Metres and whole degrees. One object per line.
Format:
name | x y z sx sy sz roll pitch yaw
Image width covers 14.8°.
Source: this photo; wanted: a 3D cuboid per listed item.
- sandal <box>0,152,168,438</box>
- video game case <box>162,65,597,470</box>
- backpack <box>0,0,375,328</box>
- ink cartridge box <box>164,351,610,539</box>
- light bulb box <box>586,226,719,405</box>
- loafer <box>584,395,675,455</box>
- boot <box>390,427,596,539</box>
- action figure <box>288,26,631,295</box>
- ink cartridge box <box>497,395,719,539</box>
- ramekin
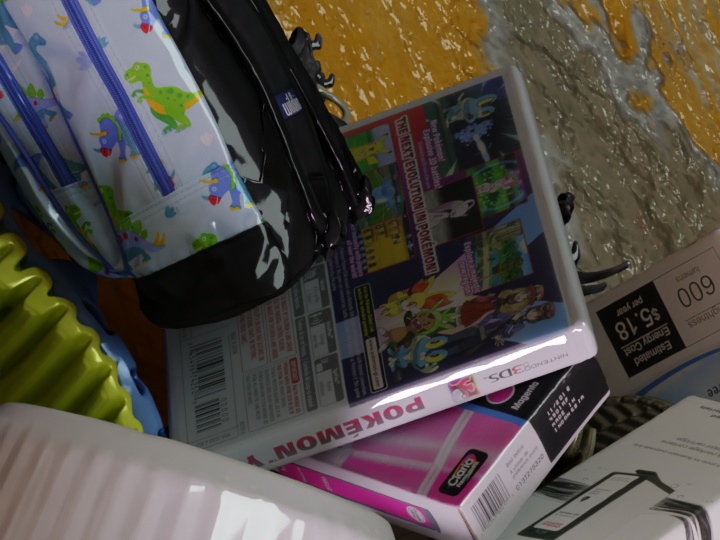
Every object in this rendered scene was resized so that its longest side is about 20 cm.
sandal | -0.135 0.012 1.169 0.201 0.079 0.087 60 32 -1
video game case | 0.000 0.000 1.200 0.200 0.181 0.023 -99 167 -54
backpack | -0.094 -0.088 1.145 0.163 0.153 0.201 -56 130 -68
ink cartridge box | 0.002 0.054 1.182 0.095 0.199 0.037 -50 130 -26
light bulb box | 0.183 0.093 1.378 0.125 0.198 0.201 -21 81 -51
loafer | 0.081 0.136 1.292 0.200 0.076 0.068 -40 122 -14
boot | 0.044 0.073 1.265 0.072 0.154 0.200 51 39 -12
action figure | 0.027 -0.026 1.344 0.200 0.119 0.102 34 74 -2
ink cartridge box | 0.114 0.162 1.162 0.200 0.084 0.147 -28 117 -37
ramekin | -0.076 0.118 1.044 0.202 0.202 0.095 24 78 -38
